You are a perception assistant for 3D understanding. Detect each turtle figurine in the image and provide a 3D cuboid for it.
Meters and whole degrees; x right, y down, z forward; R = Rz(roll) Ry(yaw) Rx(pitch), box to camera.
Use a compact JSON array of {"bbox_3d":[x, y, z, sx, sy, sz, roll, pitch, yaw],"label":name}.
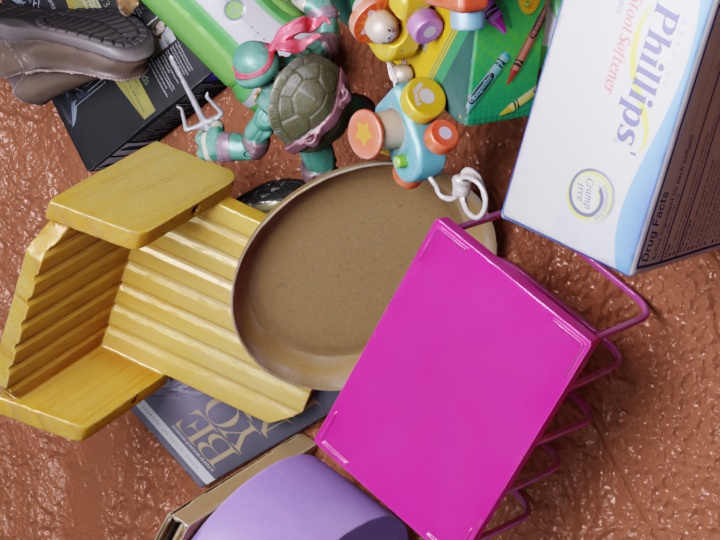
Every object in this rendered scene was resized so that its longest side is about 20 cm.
[{"bbox_3d":[-0.048,-0.119,1.562,0.150,0.200,0.101,-45,44,3],"label":"turtle figurine"}]

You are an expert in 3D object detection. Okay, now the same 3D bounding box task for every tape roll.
[{"bbox_3d":[-0.060,0.242,1.662,0.085,0.200,0.201,36,116,25],"label":"tape roll"}]

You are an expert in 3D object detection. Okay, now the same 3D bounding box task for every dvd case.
[{"bbox_3d":[-0.105,0.075,1.739,0.200,0.016,0.149,-32,105,35],"label":"dvd case"}]

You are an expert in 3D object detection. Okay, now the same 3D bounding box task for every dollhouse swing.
[{"bbox_3d":[-0.134,0.044,1.630,0.176,0.182,0.200,34,126,16],"label":"dollhouse swing"}]

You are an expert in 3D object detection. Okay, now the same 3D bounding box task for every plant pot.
[{"bbox_3d":[0.000,0.000,1.602,0.200,0.199,0.028,-61,34,26],"label":"plant pot"}]

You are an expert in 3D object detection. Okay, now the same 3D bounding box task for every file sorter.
[{"bbox_3d":[0.092,0.074,1.574,0.139,0.125,0.200,40,119,21],"label":"file sorter"}]

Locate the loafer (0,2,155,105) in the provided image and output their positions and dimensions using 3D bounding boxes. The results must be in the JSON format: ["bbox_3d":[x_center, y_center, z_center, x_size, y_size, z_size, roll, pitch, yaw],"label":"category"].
[{"bbox_3d":[-0.236,-0.165,1.736,0.199,0.073,0.071,12,114,37],"label":"loafer"}]

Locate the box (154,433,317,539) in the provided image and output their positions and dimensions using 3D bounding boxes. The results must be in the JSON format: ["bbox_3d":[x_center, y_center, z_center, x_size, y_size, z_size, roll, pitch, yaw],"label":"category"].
[{"bbox_3d":[-0.118,0.218,1.698,0.021,0.200,0.164,35,116,15],"label":"box"}]

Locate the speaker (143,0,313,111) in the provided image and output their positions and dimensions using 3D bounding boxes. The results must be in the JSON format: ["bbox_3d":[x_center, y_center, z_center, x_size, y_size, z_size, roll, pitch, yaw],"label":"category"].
[{"bbox_3d":[-0.113,-0.207,1.644,0.200,0.089,0.088,45,123,-9],"label":"speaker"}]

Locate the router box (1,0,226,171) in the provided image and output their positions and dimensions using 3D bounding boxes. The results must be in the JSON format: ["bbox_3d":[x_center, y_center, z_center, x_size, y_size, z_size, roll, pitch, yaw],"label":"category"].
[{"bbox_3d":[-0.195,-0.203,1.768,0.157,0.052,0.201,-34,78,33],"label":"router box"}]

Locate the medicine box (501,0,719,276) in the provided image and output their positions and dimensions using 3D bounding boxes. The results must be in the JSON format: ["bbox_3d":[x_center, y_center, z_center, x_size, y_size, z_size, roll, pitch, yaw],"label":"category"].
[{"bbox_3d":[0.199,-0.110,1.422,0.103,0.200,0.183,25,111,28],"label":"medicine box"}]

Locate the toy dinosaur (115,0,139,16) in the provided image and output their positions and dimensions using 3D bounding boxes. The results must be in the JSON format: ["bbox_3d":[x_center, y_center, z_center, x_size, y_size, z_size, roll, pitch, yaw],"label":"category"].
[{"bbox_3d":[-0.230,-0.279,1.679,0.200,0.106,0.060,41,101,-18],"label":"toy dinosaur"}]

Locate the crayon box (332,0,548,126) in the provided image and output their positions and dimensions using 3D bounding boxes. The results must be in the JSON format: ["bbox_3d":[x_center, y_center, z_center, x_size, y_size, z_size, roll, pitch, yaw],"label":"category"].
[{"bbox_3d":[0.053,-0.196,1.536,0.200,0.058,0.119,46,138,49],"label":"crayon box"}]

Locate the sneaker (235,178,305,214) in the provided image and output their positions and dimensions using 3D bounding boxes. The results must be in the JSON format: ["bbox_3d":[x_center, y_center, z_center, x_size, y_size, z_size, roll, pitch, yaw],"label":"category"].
[{"bbox_3d":[-0.095,-0.004,1.734,0.200,0.077,0.089,-31,93,39],"label":"sneaker"}]

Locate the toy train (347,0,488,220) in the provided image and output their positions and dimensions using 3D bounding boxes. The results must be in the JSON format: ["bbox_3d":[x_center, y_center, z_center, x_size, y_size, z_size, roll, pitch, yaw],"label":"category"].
[{"bbox_3d":[0.036,-0.134,1.463,0.150,0.055,0.201,33,128,56],"label":"toy train"}]

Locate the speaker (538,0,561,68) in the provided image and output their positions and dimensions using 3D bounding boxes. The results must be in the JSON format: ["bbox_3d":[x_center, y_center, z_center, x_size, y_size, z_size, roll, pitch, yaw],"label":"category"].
[{"bbox_3d":[0.149,-0.237,1.506,0.088,0.088,0.201,11,104,33],"label":"speaker"}]
